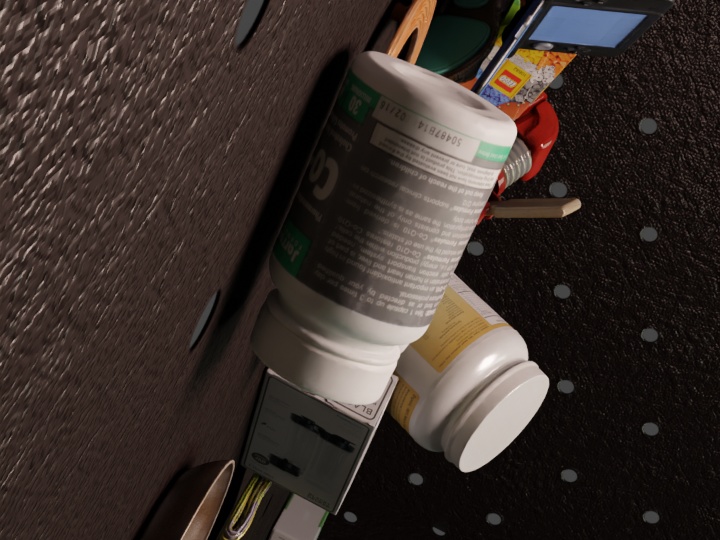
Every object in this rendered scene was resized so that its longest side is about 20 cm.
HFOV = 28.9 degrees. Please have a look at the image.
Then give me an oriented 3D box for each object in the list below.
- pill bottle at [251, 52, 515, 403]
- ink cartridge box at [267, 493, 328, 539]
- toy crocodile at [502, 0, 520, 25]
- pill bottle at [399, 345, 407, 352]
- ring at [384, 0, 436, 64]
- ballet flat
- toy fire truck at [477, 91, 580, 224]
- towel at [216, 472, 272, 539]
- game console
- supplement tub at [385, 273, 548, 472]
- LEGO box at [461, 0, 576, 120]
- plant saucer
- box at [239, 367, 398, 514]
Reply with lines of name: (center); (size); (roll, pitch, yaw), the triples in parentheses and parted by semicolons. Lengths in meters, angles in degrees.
pill bottle: (0.010, -0.025, 0.891); (0.113, 0.112, 0.202); (-49, 164, -75)
ink cartridge box: (-0.144, 0.548, 2.698); (0.202, 0.083, 0.145); (-66, 176, 28)
toy crocodile: (0.132, -0.296, 1.334); (0.202, 0.061, 0.068); (-61, -151, 13)
pill bottle: (0.009, 0.007, 1.192); (0.112, 0.110, 0.201); (111, 5, -50)
ring: (0.009, -0.125, 1.050); (0.202, 0.019, 0.200); (-64, 176, -7)
ballet flat: (0.094, -0.207, 1.232); (0.072, 0.071, 0.201); (111, 5, -51)
toy fire truck: (0.154, -0.115, 1.464); (0.175, 0.200, 0.129); (-33, 161, -29)
towel: (-0.130, 0.267, 1.489); (0.144, 0.023, 0.201); (-62, -179, -39)
game console: (0.169, -0.179, 1.238); (0.200, 0.168, 0.120); (130, -35, -84)
supplement tub: (0.072, 0.083, 1.359); (0.144, 0.200, 0.145); (-36, 154, -21)
LEGO box: (0.181, -0.279, 1.440); (0.149, 0.077, 0.201); (-47, -160, 41)
plant saucer: (-0.150, 0.225, 1.028); (0.200, 0.032, 0.202); (90, 26, -79)
box: (-0.043, 0.148, 1.348); (0.060, 0.115, 0.201); (-60, 173, -34)
